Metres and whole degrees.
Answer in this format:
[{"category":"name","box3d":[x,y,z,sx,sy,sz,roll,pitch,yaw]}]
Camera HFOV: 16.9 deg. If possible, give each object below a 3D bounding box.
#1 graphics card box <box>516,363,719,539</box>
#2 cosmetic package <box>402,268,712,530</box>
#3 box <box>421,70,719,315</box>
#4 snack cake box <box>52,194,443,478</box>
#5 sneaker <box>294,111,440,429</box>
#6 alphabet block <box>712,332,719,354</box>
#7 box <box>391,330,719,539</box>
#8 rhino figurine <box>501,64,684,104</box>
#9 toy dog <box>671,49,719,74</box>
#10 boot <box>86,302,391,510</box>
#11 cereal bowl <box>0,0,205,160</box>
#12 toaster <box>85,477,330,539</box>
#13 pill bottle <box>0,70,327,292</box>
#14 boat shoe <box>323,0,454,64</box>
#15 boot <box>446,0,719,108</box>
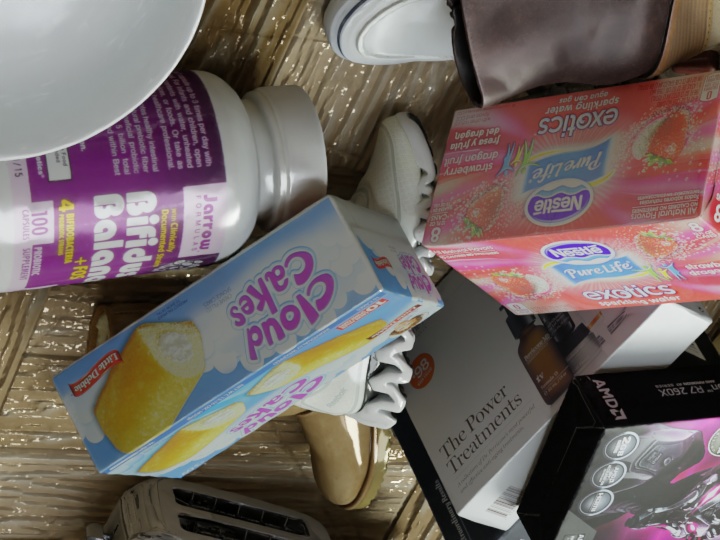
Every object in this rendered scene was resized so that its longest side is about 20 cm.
[{"category":"graphics card box","box3d":[0.208,0.117,1.517,0.200,0.051,0.126,-2,134,-25]},{"category":"cosmetic package","box3d":[0.112,0.042,1.543,0.052,0.151,0.200,23,119,-38]},{"category":"box","box3d":[0.148,-0.042,1.403,0.200,0.095,0.103,-5,151,41]},{"category":"snack cake box","box3d":[-0.063,0.041,1.404,0.200,0.067,0.115,-33,163,14]},{"category":"sneaker","box3d":[0.000,0.000,1.481,0.081,0.075,0.200,8,107,-11]},{"category":"alphabet block","box3d":[0.326,0.163,1.741,0.196,0.195,0.200,14,126,-33]},{"category":"box","box3d":[0.137,0.098,1.613,0.107,0.149,0.200,23,119,-40]},{"category":"rhino figurine","box3d":[0.176,-0.099,1.491,0.200,0.060,0.087,-2,176,-23]},{"category":"toy dog","box3d":[0.246,-0.172,1.431,0.132,0.096,0.200,63,46,-63]},{"category":"boot","box3d":[-0.080,0.087,1.563,0.200,0.066,0.175,-5,122,-23]},{"category":"cereal bowl","box3d":[-0.183,-0.159,1.240,0.200,0.083,0.200,-13,129,-16]},{"category":"toaster","box3d":[-0.098,0.224,1.622,0.200,0.114,0.129,17,110,-16]},{"category":"pill bottle","box3d":[-0.125,-0.053,1.360,0.200,0.112,0.112,-8,135,-19]},{"category":"boat shoe","box3d":[0.081,-0.154,1.394,0.200,0.067,0.074,-19,137,-8]},{"category":"boot","box3d":[0.124,-0.196,1.328,0.166,0.072,0.200,-14,110,-19]}]
